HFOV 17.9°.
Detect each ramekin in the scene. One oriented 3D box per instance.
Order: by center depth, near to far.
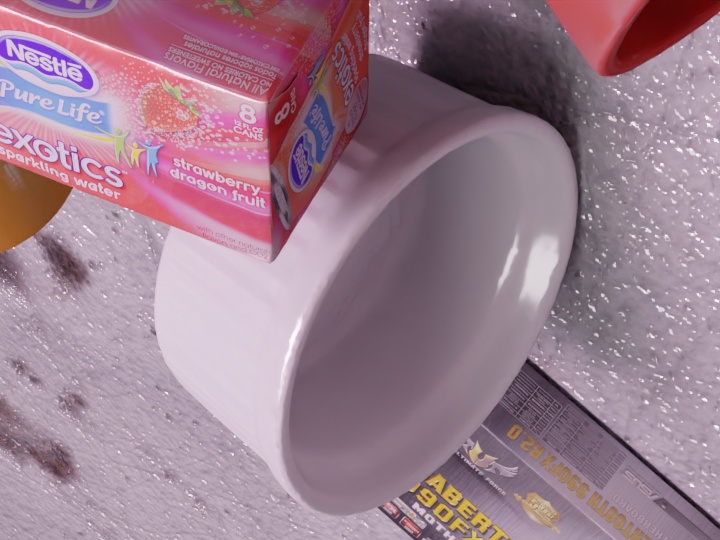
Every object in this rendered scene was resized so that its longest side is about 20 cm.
[{"bbox_3d":[0.000,0.000,1.037,0.097,0.200,0.201,33,150,30],"label":"ramekin"}]

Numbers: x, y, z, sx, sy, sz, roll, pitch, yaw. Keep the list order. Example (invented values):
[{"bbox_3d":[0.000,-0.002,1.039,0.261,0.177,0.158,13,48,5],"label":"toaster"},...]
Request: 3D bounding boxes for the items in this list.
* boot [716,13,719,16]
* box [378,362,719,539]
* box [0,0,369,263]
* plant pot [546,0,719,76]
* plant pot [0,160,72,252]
[{"bbox_3d":[0.090,-0.160,0.862,0.199,0.074,0.076,22,126,24],"label":"boot"},{"bbox_3d":[0.109,0.144,1.234,0.200,0.048,0.158,41,151,3],"label":"box"},{"bbox_3d":[-0.103,-0.098,0.926,0.199,0.095,0.103,21,145,14],"label":"box"},{"bbox_3d":[0.091,-0.191,0.700,0.178,0.200,0.201,49,151,9],"label":"plant pot"},{"bbox_3d":[-0.230,-0.101,1.202,0.199,0.201,0.183,28,164,23],"label":"plant pot"}]
